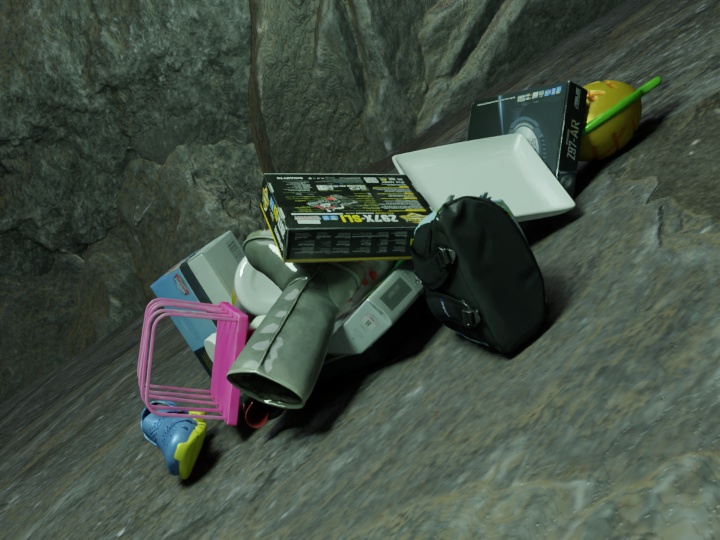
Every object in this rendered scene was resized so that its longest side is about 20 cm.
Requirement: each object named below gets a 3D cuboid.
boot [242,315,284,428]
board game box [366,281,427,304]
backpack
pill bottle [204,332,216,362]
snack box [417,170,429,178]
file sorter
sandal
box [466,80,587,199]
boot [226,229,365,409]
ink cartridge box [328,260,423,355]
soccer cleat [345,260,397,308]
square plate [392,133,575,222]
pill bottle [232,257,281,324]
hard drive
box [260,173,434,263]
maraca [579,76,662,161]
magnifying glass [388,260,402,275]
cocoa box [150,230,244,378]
[{"bbox_3d":[-0.126,0.134,1.201,0.199,0.072,0.146,-26,35,63],"label":"boot"},{"bbox_3d":[0.111,-0.002,1.287,0.198,0.048,0.102,-25,13,39],"label":"board game box"},{"bbox_3d":[0.122,-0.002,1.017,0.152,0.165,0.200,-28,1,-21],"label":"backpack"},{"bbox_3d":[-0.162,0.086,1.556,0.199,0.105,0.104,-39,12,-28],"label":"pill bottle"},{"bbox_3d":[0.065,-0.083,1.406,0.168,0.068,0.199,-34,2,-32],"label":"snack box"},{"bbox_3d":[-0.233,0.116,1.268,0.123,0.142,0.200,6,2,-16],"label":"file sorter"},{"bbox_3d":[-0.252,0.219,1.241,0.200,0.086,0.081,176,117,-77],"label":"sandal"},{"bbox_3d":[0.234,-0.179,1.375,0.199,0.043,0.163,0,78,54],"label":"box"},{"bbox_3d":[-0.102,0.055,1.104,0.179,0.073,0.202,14,58,24],"label":"boot"},{"bbox_3d":[0.016,0.057,1.190,0.163,0.057,0.200,-45,-5,-45],"label":"ink cartridge box"},{"bbox_3d":[0.000,0.000,1.249,0.077,0.070,0.200,-38,3,-30],"label":"soccer cleat"},{"bbox_3d":[0.160,-0.113,1.262,0.196,0.029,0.199,-11,38,-9],"label":"square plate"},{"bbox_3d":[-0.140,0.035,1.399,0.104,0.105,0.200,-36,-4,-15],"label":"pill bottle"},{"bbox_3d":[-0.016,0.099,1.261,0.198,0.033,0.140,-25,14,40],"label":"hard drive"},{"bbox_3d":[-0.013,-0.067,1.147,0.196,0.050,0.160,-2,31,-17],"label":"box"},{"bbox_3d":[0.366,-0.231,1.391,0.199,0.108,0.137,-34,4,-26],"label":"maraca"},{"bbox_3d":[0.055,-0.021,1.351,0.198,0.023,0.080,-34,9,-8],"label":"magnifying glass"},{"bbox_3d":[-0.250,0.060,1.671,0.130,0.202,0.134,-28,10,24],"label":"cocoa box"}]
